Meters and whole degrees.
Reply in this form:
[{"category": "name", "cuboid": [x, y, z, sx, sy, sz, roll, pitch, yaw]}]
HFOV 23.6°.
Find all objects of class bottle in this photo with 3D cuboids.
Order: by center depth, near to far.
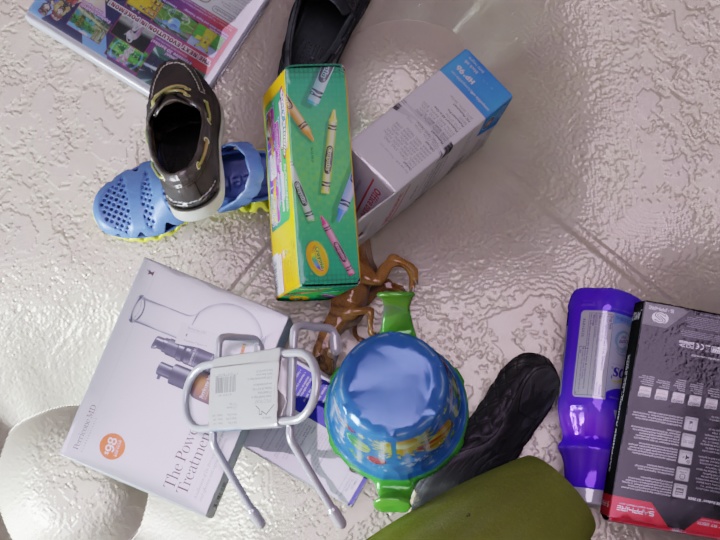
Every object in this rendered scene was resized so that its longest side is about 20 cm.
[{"category": "bottle", "cuboid": [0.222, 0.119, 1.612, 0.065, 0.083, 0.201, 0, 77, 35]}]

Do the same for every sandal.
[{"category": "sandal", "cuboid": [-0.163, -0.082, 1.659, 0.199, 0.087, 0.080, -17, 81, 0]}]

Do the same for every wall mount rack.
[{"category": "wall mount rack", "cuboid": [-0.075, 0.137, 1.508, 0.074, 0.200, 0.175, 9, 78, -39]}]

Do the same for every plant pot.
[{"category": "plant pot", "cuboid": [0.110, 0.265, 1.552, 0.200, 0.187, 0.187, -41, 81, -17]}]

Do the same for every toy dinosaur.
[{"category": "toy dinosaur", "cuboid": [0.000, 0.000, 1.648, 0.106, 0.060, 0.201, 11, 71, -6]}]

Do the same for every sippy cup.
[{"category": "sippy cup", "cuboid": [0.031, 0.116, 1.551, 0.139, 0.130, 0.178, -34, 75, -6]}]

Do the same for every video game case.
[{"category": "video game case", "cuboid": [-0.204, -0.275, 1.728, 0.199, 0.023, 0.183, 32, 82, 6]}]

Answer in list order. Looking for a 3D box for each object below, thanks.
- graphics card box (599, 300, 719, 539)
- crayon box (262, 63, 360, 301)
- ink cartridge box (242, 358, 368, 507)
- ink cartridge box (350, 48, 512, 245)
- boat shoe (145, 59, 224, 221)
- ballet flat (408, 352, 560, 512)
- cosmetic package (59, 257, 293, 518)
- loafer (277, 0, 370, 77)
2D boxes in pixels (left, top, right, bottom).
[{"category": "graphics card box", "cuboid": [0.294, 0.135, 1.554, 0.125, 0.051, 0.201, 9, 87, 0]}, {"category": "crayon box", "cuboid": [-0.047, -0.077, 1.577, 0.058, 0.119, 0.201, -2, 84, -14]}, {"category": "ink cartridge box", "cuboid": [-0.069, 0.135, 1.639, 0.199, 0.039, 0.100, 31, 81, 8]}, {"category": "ink cartridge box", "cuboid": [0.039, -0.107, 1.619, 0.200, 0.116, 0.068, -40, 82, -22]}, {"category": "boat shoe", "cuboid": [-0.166, -0.137, 1.617, 0.071, 0.061, 0.202, -18, 47, 3]}, {"category": "ballet flat", "cuboid": [0.117, 0.163, 1.633, 0.066, 0.057, 0.200, 42, 87, -20]}, {"category": "cosmetic package", "cuboid": [-0.169, 0.109, 1.604, 0.150, 0.052, 0.201, 21, 81, 8]}, {"category": "loafer", "cuboid": [-0.029, -0.262, 1.696, 0.068, 0.070, 0.201, 19, 80, 4]}]
